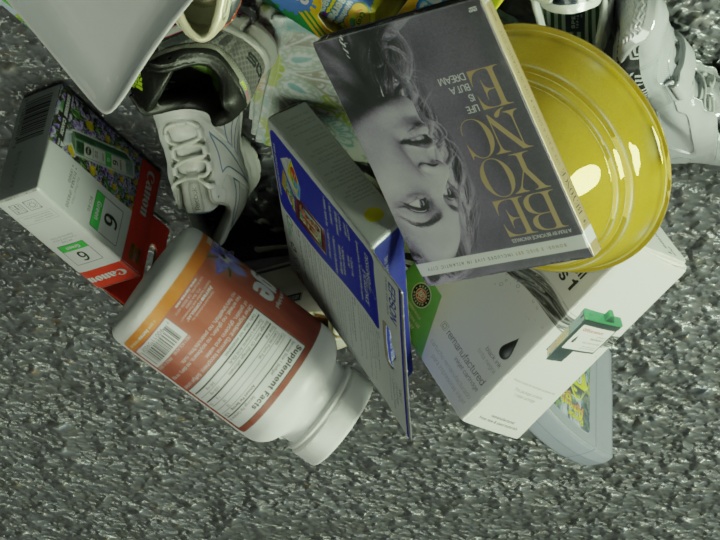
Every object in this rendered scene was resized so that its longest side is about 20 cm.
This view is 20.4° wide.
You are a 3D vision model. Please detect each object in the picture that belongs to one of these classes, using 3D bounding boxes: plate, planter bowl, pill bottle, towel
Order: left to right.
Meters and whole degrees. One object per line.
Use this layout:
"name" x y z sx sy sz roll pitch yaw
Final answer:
"plate" -0.185 -0.234 1.336 0.200 0.032 0.200 50 138 4
"pill bottle" -0.092 0.065 1.619 0.200 0.112 0.112 37 139 -10
"towel" 0.013 -0.147 1.542 0.199 0.048 0.172 9 148 -2
"planter bowl" 0.115 -0.068 1.437 0.199 0.083 0.201 19 129 25

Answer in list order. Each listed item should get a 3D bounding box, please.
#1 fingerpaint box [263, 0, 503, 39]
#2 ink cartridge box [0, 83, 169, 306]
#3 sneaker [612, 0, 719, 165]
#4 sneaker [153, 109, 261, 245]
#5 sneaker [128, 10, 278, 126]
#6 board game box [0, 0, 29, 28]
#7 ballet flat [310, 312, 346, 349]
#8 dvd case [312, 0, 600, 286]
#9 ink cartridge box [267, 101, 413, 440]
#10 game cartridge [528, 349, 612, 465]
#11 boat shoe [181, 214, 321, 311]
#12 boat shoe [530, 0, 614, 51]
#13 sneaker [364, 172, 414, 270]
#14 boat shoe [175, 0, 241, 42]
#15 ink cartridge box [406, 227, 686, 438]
"fingerpaint box" 0.026 -0.229 1.357 0.166 0.074 0.200 33 142 -6
"ink cartridge box" -0.211 -0.051 1.665 0.050 0.109 0.200 -16 139 30
"sneaker" 0.243 -0.142 1.482 0.114 0.076 0.200 2 150 7
"sneaker" -0.125 -0.097 1.603 0.074 0.087 0.200 -1 143 15
"sneaker" -0.160 -0.162 1.447 0.199 0.088 0.074 20 145 -11
"board game box" -0.226 -0.247 1.451 0.151 0.037 0.200 -19 136 33
"ballet flat" -0.037 0.042 1.805 0.199 0.064 0.068 6 146 1
"dvd case" 0.065 -0.086 1.385 0.148 0.016 0.201 -10 115 39
"ink cartridge box" 0.000 0.000 1.554 0.047 0.200 0.198 -28 146 -17
"game cartridge" 0.166 0.084 1.766 0.041 0.134 0.200 -16 140 32
"boat shoe" -0.063 -0.014 1.736 0.199 0.093 0.075 -11 147 -24
"boat shoe" 0.152 -0.208 1.406 0.073 0.067 0.200 -3 144 15
"sneaker" 0.071 -0.029 1.673 0.199 0.074 0.089 14 147 -10
"boat shoe" -0.116 -0.253 1.337 0.071 0.063 0.201 -3 115 8
"ink cartridge box" 0.135 0.008 1.579 0.200 0.146 0.084 -48 142 18
